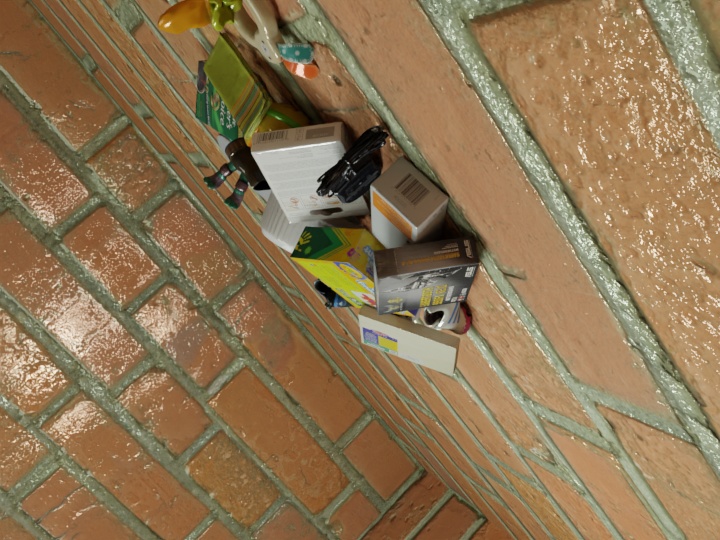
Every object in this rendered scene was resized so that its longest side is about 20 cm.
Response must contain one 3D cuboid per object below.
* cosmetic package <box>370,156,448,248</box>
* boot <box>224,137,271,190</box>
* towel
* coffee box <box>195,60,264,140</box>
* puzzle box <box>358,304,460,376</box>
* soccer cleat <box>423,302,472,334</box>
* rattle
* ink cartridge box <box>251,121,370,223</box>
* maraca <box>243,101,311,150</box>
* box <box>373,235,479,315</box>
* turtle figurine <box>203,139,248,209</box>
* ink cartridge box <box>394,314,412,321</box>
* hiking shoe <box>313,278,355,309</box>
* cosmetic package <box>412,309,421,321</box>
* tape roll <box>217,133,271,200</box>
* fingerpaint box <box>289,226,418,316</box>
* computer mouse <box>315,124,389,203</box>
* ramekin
[{"bbox_3d":[0.074,-0.085,1.232,0.101,0.071,0.200,44,168,15],"label":"cosmetic package"},{"bbox_3d":[-0.165,-0.190,1.487,0.199,0.075,0.097,-3,-123,-52],"label":"boot"},{"bbox_3d":[-0.221,-0.326,1.363,0.018,0.086,0.201,4,-136,-47],"label":"towel"},{"bbox_3d":[-0.257,-0.328,1.513,0.200,0.044,0.124,36,126,43],"label":"coffee box"},{"bbox_3d":[0.092,0.135,1.503,0.199,0.026,0.133,19,153,13],"label":"puzzle box"},{"bbox_3d":[0.152,0.080,1.439,0.070,0.086,0.200,40,168,30],"label":"soccer cleat"},{"bbox_3d":[-0.175,-0.336,1.149,0.201,0.143,0.130,54,148,-6],"label":"rattle"},{"bbox_3d":[-0.080,-0.165,1.343,0.160,0.050,0.200,-5,148,15],"label":"ink cartridge box"},{"bbox_3d":[-0.124,-0.231,1.374,0.199,0.107,0.137,22,161,21],"label":"maraca"},{"bbox_3d":[0.100,0.012,1.253,0.200,0.157,0.049,88,172,-71],"label":"box"},{"bbox_3d":[-0.239,-0.236,1.626,0.100,0.200,0.150,3,-140,-54],"label":"turtle figurine"},{"bbox_3d":[0.056,0.045,1.561,0.099,0.039,0.201,25,130,37],"label":"ink cartridge box"},{"bbox_3d":[-0.060,0.007,1.614,0.200,0.086,0.075,-125,34,-54],"label":"hiking shoe"},{"bbox_3d":[0.046,0.020,1.631,0.200,0.050,0.083,41,137,26],"label":"cosmetic package"},{"bbox_3d":[-0.238,-0.250,1.781,0.200,0.066,0.200,45,167,13],"label":"tape roll"},{"bbox_3d":[0.000,0.000,1.425,0.166,0.074,0.200,6,155,48],"label":"fingerpaint box"},{"bbox_3d":[-0.015,-0.161,1.213,0.053,0.138,0.200,47,180,8],"label":"computer mouse"},{"bbox_3d":[-0.104,-0.090,1.549,0.199,0.106,0.200,27,-171,-5],"label":"ramekin"}]
